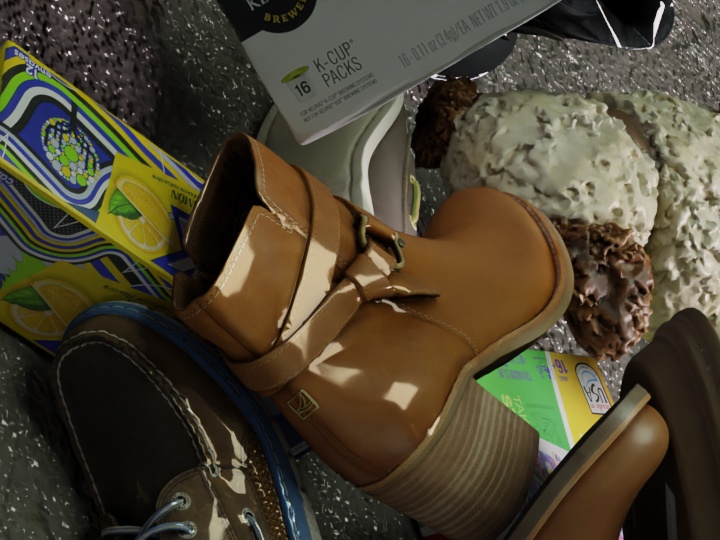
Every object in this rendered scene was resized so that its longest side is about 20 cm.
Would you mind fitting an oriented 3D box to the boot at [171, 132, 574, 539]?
[{"bbox_3d":[0.000,0.000,1.016,0.155,0.077,0.200,38,39,-21],"label":"boot"}]

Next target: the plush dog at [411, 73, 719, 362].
[{"bbox_3d":[0.114,-0.034,1.231,0.171,0.161,0.200,3,32,-45],"label":"plush dog"}]

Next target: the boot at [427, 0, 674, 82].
[{"bbox_3d":[0.075,-0.132,1.273,0.164,0.200,0.066,15,82,-41],"label":"boot"}]

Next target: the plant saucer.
[{"bbox_3d":[0.129,0.115,1.016,0.200,0.029,0.201,174,-90,-86],"label":"plant saucer"}]

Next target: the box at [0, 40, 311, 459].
[{"bbox_3d":[-0.086,0.001,1.015,0.200,0.070,0.064,36,37,-33],"label":"box"}]

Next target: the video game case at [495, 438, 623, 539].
[{"bbox_3d":[0.107,0.164,1.089,0.143,0.018,0.201,27,38,-59],"label":"video game case"}]

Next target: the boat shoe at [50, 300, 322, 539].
[{"bbox_3d":[-0.056,0.104,0.955,0.200,0.072,0.072,57,30,1],"label":"boat shoe"}]

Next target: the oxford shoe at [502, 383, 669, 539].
[{"bbox_3d":[0.076,0.132,0.987,0.071,0.201,0.071,31,28,14],"label":"oxford shoe"}]

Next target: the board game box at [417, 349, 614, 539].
[{"bbox_3d":[0.091,0.131,1.188,0.153,0.040,0.201,8,54,-54],"label":"board game box"}]

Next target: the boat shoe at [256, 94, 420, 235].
[{"bbox_3d":[-0.006,-0.031,1.178,0.200,0.072,0.060,-85,152,-56],"label":"boat shoe"}]

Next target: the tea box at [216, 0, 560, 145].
[{"bbox_3d":[0.006,-0.183,1.047,0.197,0.133,0.200,59,21,-7],"label":"tea box"}]
